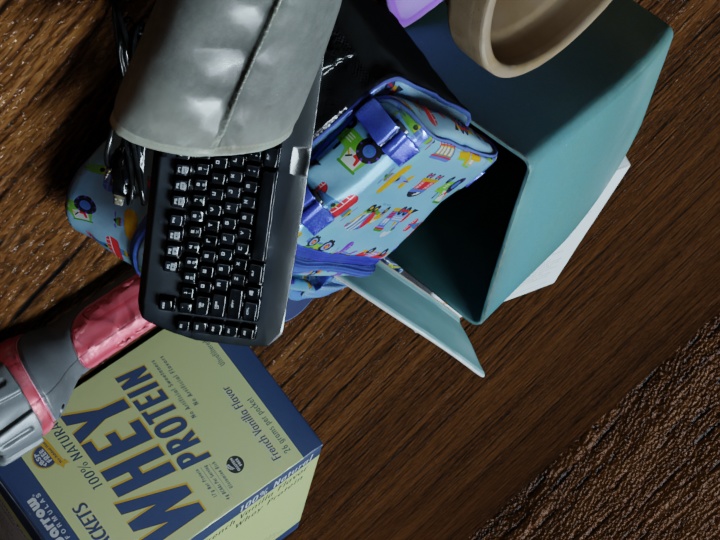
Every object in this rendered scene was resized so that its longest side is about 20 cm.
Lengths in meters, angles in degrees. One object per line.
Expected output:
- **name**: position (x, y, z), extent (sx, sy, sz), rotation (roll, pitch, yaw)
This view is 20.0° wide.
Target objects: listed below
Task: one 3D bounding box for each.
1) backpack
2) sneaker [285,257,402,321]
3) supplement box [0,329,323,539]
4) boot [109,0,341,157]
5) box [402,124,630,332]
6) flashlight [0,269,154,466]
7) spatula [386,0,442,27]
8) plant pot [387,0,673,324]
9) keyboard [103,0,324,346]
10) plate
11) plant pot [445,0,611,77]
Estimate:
- **backpack**: position (-0.049, -0.053, 1.094), extent (0.200, 0.135, 0.182), rotation (-39, 165, 10)
- **sneaker**: position (-0.012, -0.017, 1.392), extent (0.074, 0.082, 0.200), rotation (-25, 162, -46)
- **supplement box**: position (-0.150, 0.158, 1.458), extent (0.199, 0.135, 0.200), rotation (-34, 165, -19)
- **boot**: position (-0.063, -0.137, 0.852), extent (0.180, 0.073, 0.200), rotation (5, 139, -36)
- **box**: position (0.092, -0.053, 1.449), extent (0.123, 0.098, 0.200), rotation (-19, 161, -18)
- **flashlight**: position (-0.152, 0.036, 1.235), extent (0.199, 0.068, 0.068), rotation (-34, 162, -18)
- **spatula**: position (0.032, -0.191, 1.106), extent (0.056, 0.021, 0.200), rotation (-36, 164, -7)
- **plant pot**: position (0.095, -0.101, 1.270), extent (0.200, 0.141, 0.142), rotation (-37, 154, -36)
- **keyboard**: position (-0.076, -0.056, 0.978), extent (0.040, 0.103, 0.202), rotation (-80, 178, -69)
- **plate**: position (0.000, 0.000, 1.260), extent (0.026, 0.199, 0.200), rotation (-56, 165, 0)
- **plant pot**: position (0.092, -0.205, 1.035), extent (0.201, 0.092, 0.201), rotation (-45, 160, -21)
